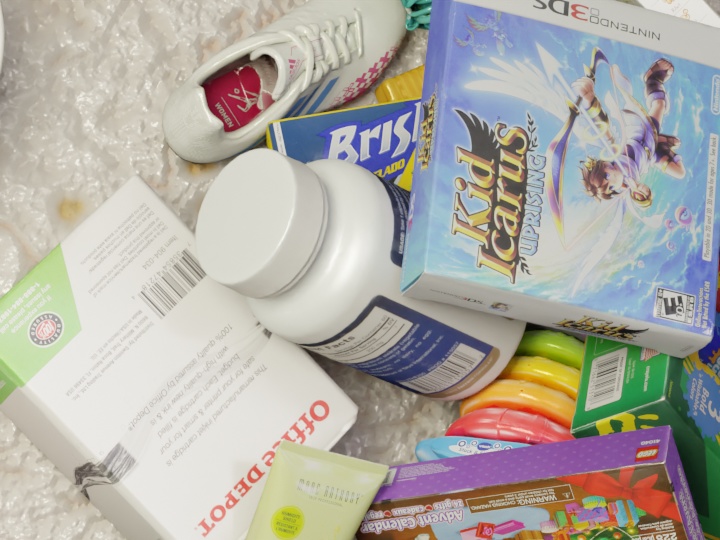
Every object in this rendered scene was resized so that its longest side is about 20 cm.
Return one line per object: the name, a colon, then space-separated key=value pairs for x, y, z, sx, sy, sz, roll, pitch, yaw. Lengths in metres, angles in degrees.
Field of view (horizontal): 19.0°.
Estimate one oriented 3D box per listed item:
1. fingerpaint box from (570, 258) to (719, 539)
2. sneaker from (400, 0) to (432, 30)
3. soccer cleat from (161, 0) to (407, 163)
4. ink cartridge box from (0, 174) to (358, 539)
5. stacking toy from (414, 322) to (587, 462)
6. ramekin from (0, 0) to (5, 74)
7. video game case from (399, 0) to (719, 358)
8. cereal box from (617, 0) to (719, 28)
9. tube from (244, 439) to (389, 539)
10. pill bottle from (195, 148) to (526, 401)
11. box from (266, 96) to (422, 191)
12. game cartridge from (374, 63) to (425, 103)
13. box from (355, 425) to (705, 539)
fingerpaint box: x=0.219 y=0.065 z=1.363 sx=0.167 sy=0.073 sz=0.201 roll=46 pitch=39 yaw=-29
sneaker: x=0.047 y=-0.195 z=1.375 sx=0.200 sy=0.077 sz=0.080 roll=28 pitch=60 yaw=-39
soccer cleat: x=-0.037 y=-0.131 z=1.375 sx=0.200 sy=0.086 sz=0.070 roll=-36 pitch=91 yaw=-24
ink cartridge box: x=-0.123 y=0.068 z=1.295 sx=0.200 sy=0.084 sz=0.146 roll=47 pitch=67 yaw=-4
stacking toy: x=0.124 y=0.067 z=1.368 sx=0.110 sy=0.116 sz=0.201 roll=57 pitch=47 yaw=-46
ramekin: x=-0.315 y=-0.128 z=1.261 sx=0.199 sy=0.105 sz=0.201 roll=5 pitch=76 yaw=-19
video game case: x=0.123 y=-0.066 z=1.256 sx=0.180 sy=0.045 sz=0.201 roll=12 pitch=69 yaw=-14
cereal box: x=0.190 y=-0.158 z=1.401 sx=0.040 sy=0.144 sz=0.200 roll=-44 pitch=95 yaw=-7
tube: x=-0.054 y=0.195 z=1.258 sx=0.052 sy=0.058 sz=0.201 roll=27 pitch=100 yaw=16
pill bottle: x=0.000 y=0.000 z=1.282 sx=0.200 sy=0.111 sz=0.112 roll=25 pitch=67 yaw=-42
box: x=0.042 y=-0.069 z=1.367 sx=0.199 sy=0.070 sz=0.065 roll=-10 pitch=69 yaw=-7
game cartridge: x=0.124 y=-0.078 z=1.452 sx=0.199 sy=0.032 sz=0.177 roll=-25 pitch=86 yaw=-25
box: x=0.105 y=0.171 z=1.282 sx=0.039 sy=0.199 sz=0.137 roll=-67 pitch=141 yaw=-55
